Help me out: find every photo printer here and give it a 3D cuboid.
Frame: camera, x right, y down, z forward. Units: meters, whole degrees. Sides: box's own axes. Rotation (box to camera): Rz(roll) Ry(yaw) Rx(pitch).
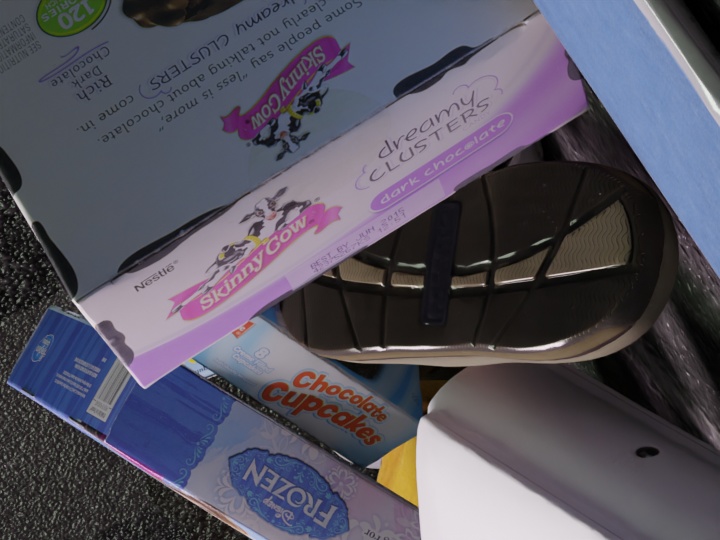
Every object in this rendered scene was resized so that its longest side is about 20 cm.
[{"bbox_3d":[0.104,0.135,0.859,0.200,0.069,0.167,31,136,47],"label":"photo printer"}]

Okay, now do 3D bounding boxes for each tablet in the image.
[{"bbox_3d":[0.049,-0.090,0.686,0.200,0.014,0.130,59,177,18],"label":"tablet"}]

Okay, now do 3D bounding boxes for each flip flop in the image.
[{"bbox_3d":[0.038,-0.005,0.874,0.057,0.081,0.200,12,175,-38],"label":"flip flop"}]

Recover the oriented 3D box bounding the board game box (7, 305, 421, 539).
[{"bbox_3d":[-0.031,0.087,1.049,0.199,0.043,0.200,32,174,-16],"label":"board game box"}]

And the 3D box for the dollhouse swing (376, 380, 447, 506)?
[{"bbox_3d":[0.122,0.157,1.197,0.182,0.175,0.200,103,149,-44],"label":"dollhouse swing"}]

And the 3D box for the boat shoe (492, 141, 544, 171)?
[{"bbox_3d":[0.034,-0.040,0.956,0.066,0.072,0.200,-117,6,-63],"label":"boat shoe"}]

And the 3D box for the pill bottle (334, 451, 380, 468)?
[{"bbox_3d":[0.008,0.109,2.375,0.116,0.116,0.200,59,177,-5],"label":"pill bottle"}]

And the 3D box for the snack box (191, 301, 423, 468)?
[{"bbox_3d":[-0.033,-0.032,1.012,0.116,0.037,0.200,35,-146,-34],"label":"snack box"}]

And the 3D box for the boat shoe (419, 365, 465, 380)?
[{"bbox_3d":[0.000,0.000,1.104,0.075,0.200,0.069,133,138,-54],"label":"boat shoe"}]

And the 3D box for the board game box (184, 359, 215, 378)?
[{"bbox_3d":[-0.077,-0.067,1.171,0.105,0.103,0.200,-132,23,-63],"label":"board game box"}]

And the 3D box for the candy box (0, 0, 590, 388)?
[{"bbox_3d":[-0.052,-0.092,0.830,0.200,0.168,0.072,57,177,28],"label":"candy box"}]
